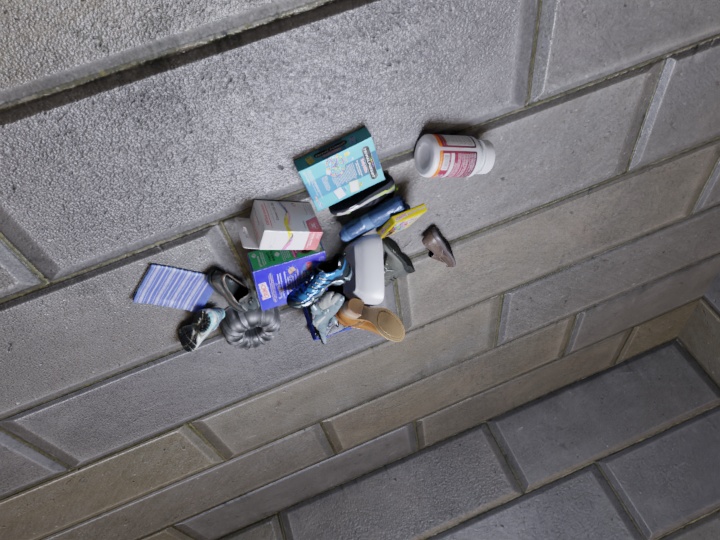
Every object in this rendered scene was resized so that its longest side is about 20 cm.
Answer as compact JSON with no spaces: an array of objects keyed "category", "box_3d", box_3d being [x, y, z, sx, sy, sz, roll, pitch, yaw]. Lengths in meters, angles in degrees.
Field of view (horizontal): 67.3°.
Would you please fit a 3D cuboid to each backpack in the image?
[{"category":"backpack","box_3d":[-0.079,0.111,1.692,0.198,0.164,0.168,-20,-179,-15]}]

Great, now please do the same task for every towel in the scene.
[{"category":"towel","box_3d":[0.037,-0.145,1.499,0.199,0.049,0.112,-27,180,17]},{"category":"towel","box_3d":[-0.504,0.053,1.488,0.199,0.024,0.145,14,127,-40]}]

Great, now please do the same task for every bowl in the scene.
[{"category":"bowl","box_3d":[0.000,0.000,1.547,0.074,0.202,0.200,0,174,-17]}]

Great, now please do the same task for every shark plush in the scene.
[{"category":"shark plush","box_3d":[-0.097,0.140,1.516,0.082,0.091,0.202,16,118,7]}]

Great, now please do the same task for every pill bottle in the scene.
[{"category":"pill bottle","box_3d":[0.251,-0.303,1.436,0.198,0.110,0.110,-4,138,-26]}]

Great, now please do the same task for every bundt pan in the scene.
[{"category":"bundt pan","box_3d":[-0.337,0.174,1.685,0.200,0.076,0.203,-17,141,-14]}]

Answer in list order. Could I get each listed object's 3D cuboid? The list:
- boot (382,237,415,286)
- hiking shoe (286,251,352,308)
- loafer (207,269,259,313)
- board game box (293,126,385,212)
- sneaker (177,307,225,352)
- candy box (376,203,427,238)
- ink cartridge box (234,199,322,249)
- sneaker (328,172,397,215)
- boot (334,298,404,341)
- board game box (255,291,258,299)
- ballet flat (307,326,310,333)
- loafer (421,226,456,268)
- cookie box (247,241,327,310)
[{"category":"boot","box_3d":[0.083,-0.015,1.719,0.130,0.068,0.200,-29,142,14]},{"category":"hiking shoe","box_3d":[-0.119,0.022,1.447,0.199,0.074,0.087,-33,137,-11]},{"category":"loafer","box_3d":[-0.348,0.065,1.531,0.062,0.072,0.200,1,150,35]},{"category":"board game box","box_3d":[-0.050,-0.253,1.370,0.198,0.047,0.151,-26,143,-1]},{"category":"sneaker","box_3d":[-0.468,0.175,1.610,0.200,0.078,0.086,-38,170,35]},{"category":"candy box","box_3d":[0.114,-0.137,1.532,0.101,0.027,0.200,-26,176,-13]},{"category":"ink cartridge box","box_3d":[-0.210,-0.116,1.381,0.198,0.117,0.068,-2,138,-29]},{"category":"sneaker","box_3d":[0.013,-0.187,1.465,0.198,0.072,0.083,-24,144,-2]},{"category":"boot","box_3d":[0.020,0.149,1.554,0.199,0.074,0.155,34,154,-9]},{"category":"board game box","box_3d":[-0.226,-0.002,1.566,0.133,0.045,0.201,-6,139,-24]},{"category":"ballet flat","box_3d":[-0.088,0.164,1.840,0.198,0.047,0.068,-26,144,0]},{"category":"loafer","box_3d":[0.251,-0.069,1.755,0.070,0.074,0.200,-25,139,16]},{"category":"cookie box","box_3d":[-0.197,0.005,1.490,0.198,0.076,0.172,-17,142,-14]}]
